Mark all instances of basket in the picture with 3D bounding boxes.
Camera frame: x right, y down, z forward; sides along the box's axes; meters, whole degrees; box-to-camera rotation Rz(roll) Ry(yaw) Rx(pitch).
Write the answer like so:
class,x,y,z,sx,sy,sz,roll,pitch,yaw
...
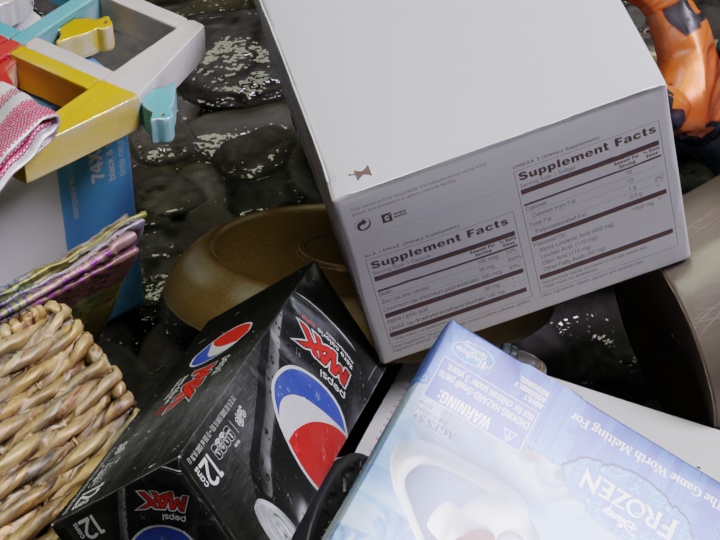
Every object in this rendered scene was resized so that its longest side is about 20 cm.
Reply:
class,x,y,z,sx,sy,sz,roll,pitch,yaw
basket,0.234,-0.002,1.098,0.199,0.181,0.136,-22,41,-9
basket,-0.186,0.134,0.999,0.199,0.149,0.143,-31,80,-33

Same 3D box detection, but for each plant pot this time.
class,x,y,z,sx,sy,sz,roll,pitch,yaw
plant pot,0.000,0.000,1.142,0.198,0.028,0.200,3,18,-1

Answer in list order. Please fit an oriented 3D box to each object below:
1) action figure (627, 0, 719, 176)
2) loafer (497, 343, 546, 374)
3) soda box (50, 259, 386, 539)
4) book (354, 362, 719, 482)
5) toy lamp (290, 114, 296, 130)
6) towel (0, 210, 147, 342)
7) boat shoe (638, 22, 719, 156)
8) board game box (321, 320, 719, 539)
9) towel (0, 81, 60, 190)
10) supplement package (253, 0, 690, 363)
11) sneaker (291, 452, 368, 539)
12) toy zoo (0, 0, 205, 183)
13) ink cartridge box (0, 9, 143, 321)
class,x,y,z,sx,sy,sz,roll,pitch,yaw
action figure,0.191,-0.114,1.231,0.193,0.105,0.201,30,52,-16
loafer,0.066,0.129,0.963,0.072,0.073,0.202,11,66,-4
soda box,-0.053,0.071,0.960,0.070,0.064,0.200,-28,13,24
book,0.092,0.117,1.036,0.198,0.048,0.134,16,47,19
toy lamp,0.019,-0.063,1.207,0.058,0.059,0.200,-18,27,-21
towel,-0.191,0.045,1.059,0.199,0.144,0.023,-30,79,-26
boat shoe,0.174,-0.105,1.298,0.198,0.074,0.065,0,30,-14
board game box,0.073,0.151,0.889,0.199,0.043,0.200,30,60,1
towel,-0.250,-0.063,1.025,0.199,0.030,0.146,29,60,31
supplement package,0.046,-0.084,1.063,0.155,0.111,0.201,-19,46,-1
sneaker,-0.039,0.156,0.949,0.082,0.072,0.200,-23,25,36
toy zoo,-0.168,-0.105,1.096,0.199,0.021,0.131,25,45,28
ink cartridge box,-0.235,-0.031,1.141,0.199,0.147,0.146,-28,45,-29
